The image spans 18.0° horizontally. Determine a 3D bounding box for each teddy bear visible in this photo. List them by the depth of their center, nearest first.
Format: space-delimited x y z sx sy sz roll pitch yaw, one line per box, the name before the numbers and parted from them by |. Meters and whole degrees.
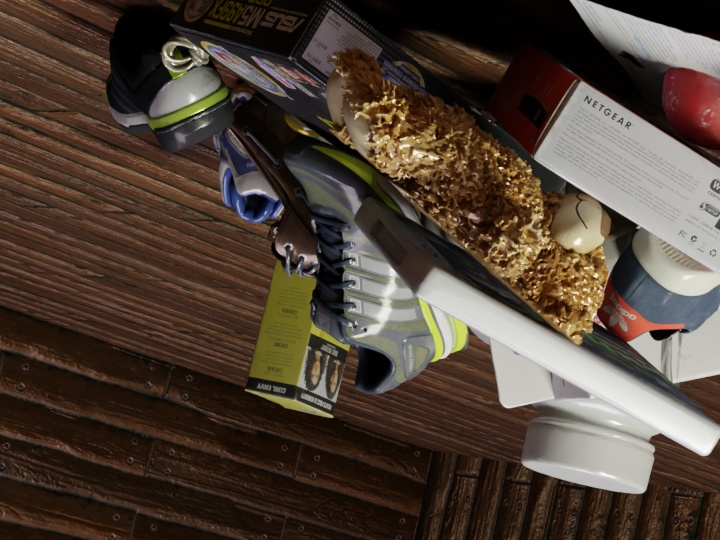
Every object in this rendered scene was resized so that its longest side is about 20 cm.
teddy bear | 0.061 -0.048 1.191 0.200 0.067 0.145 41 -177 -3

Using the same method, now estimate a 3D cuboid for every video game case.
video game case | 0.099 0.029 1.319 0.199 0.023 0.182 29 -173 -17

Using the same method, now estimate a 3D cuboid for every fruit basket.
fruit basket | 0.222 -0.095 1.202 0.199 0.094 0.185 27 177 25

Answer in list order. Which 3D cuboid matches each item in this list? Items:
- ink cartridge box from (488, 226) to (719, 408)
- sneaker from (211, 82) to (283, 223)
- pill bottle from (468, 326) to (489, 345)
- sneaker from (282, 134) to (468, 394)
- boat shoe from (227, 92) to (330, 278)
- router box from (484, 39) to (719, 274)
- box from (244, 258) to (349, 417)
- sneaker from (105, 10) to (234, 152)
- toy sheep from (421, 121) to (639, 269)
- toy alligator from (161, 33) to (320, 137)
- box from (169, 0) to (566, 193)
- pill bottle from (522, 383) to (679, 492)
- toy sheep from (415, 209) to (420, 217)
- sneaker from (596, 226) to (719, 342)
ink cartridge box | 0.191 0.026 1.597 0.198 0.117 0.067 -10 180 -20
sneaker | -0.082 -0.078 1.677 0.075 0.089 0.200 12 173 -2
pill bottle | 0.147 0.019 1.857 0.113 0.115 0.200 8 170 30
sneaker | 0.000 0.000 1.427 0.074 0.081 0.201 23 150 51
boat shoe | -0.028 -0.030 1.541 0.072 0.201 0.072 -26 173 -8
router box | 0.174 -0.049 1.269 0.199 0.049 0.180 30 -172 -11
box | -0.032 0.007 1.761 0.050 0.202 0.075 9 169 28
sneaker | -0.132 -0.138 1.506 0.071 0.083 0.200 -29 -161 -13
toy sheep | 0.108 -0.036 1.477 0.199 0.139 0.137 -18 153 39
toy alligator | -0.033 -0.125 1.438 0.198 0.060 0.054 16 -149 -17
box | 0.004 -0.098 1.323 0.199 0.044 0.160 35 173 -32
pill bottle | 0.187 0.057 1.697 0.113 0.202 0.114 13 172 2
toy sheep | 0.040 -0.029 1.654 0.137 0.139 0.200 13 171 0
sneaker | 0.214 -0.001 1.439 0.199 0.085 0.075 -10 -126 -51
